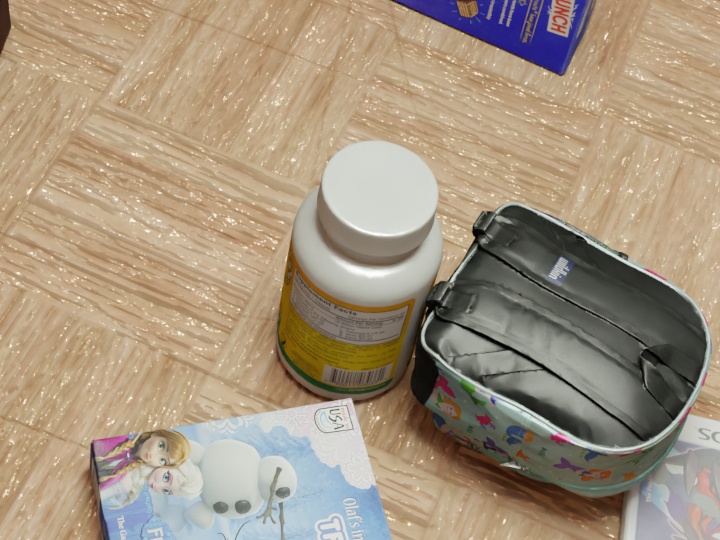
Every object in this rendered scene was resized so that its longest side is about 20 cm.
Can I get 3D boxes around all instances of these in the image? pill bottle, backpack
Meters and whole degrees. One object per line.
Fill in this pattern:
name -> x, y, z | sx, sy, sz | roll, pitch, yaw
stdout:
pill bottle -> 0.000, 0.000, 1.207 | 0.112, 0.201, 0.114 | 4, 55, -6
backpack -> 0.152, 0.069, 1.215 | 0.199, 0.151, 0.178 | 25, 58, 17

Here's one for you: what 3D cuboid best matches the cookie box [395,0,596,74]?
cookie box -> 0.119, -0.285, 1.444 | 0.199, 0.172, 0.075 | 26, 58, 8

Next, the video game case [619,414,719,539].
video game case -> 0.284, 0.206, 1.222 | 0.181, 0.023, 0.201 | 13, 55, 0

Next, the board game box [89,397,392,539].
board game box -> -0.077, 0.199, 1.154 | 0.197, 0.044, 0.201 | -8, 57, -16

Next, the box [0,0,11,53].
box -> -0.360, -0.161, 1.338 | 0.099, 0.075, 0.201 | 10, 53, -2
